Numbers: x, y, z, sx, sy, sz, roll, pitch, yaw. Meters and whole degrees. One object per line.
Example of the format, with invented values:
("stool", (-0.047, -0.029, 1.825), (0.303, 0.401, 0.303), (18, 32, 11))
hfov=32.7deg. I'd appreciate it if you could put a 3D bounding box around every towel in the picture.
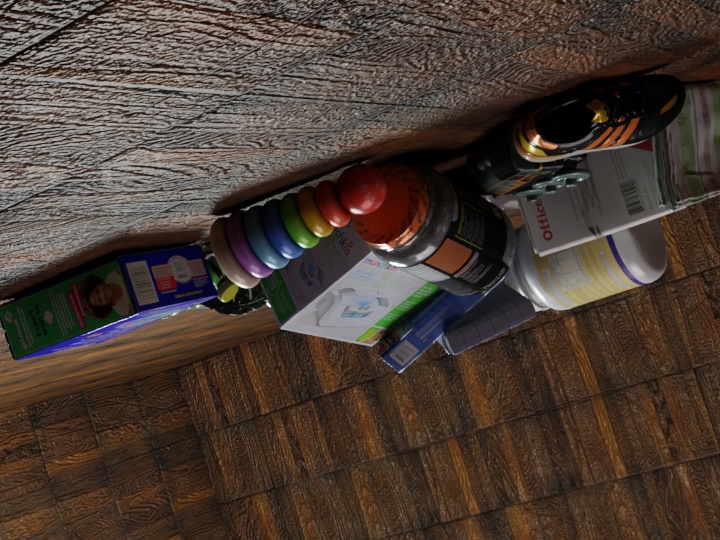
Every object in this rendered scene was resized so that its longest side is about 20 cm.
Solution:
("towel", (0.420, -0.159, 1.535), (0.031, 0.150, 0.200), (-3, -172, 40))

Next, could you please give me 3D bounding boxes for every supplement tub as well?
("supplement tub", (0.314, -0.028, 1.738), (0.199, 0.146, 0.145), (-21, 175, 33))
("supplement tub", (0.086, -0.049, 1.444), (0.122, 0.123, 0.200), (-21, 153, 31))

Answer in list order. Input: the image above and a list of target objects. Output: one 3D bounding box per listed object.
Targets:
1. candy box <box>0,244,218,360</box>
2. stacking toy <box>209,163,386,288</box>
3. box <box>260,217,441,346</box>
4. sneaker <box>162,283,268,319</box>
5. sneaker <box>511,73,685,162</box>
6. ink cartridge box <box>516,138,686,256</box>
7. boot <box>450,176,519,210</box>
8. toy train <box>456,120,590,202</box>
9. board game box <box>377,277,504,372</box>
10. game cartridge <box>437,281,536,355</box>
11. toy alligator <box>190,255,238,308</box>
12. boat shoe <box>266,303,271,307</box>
("candy box", (-0.303, 0.038, 1.482), (0.199, 0.077, 0.169), (-22, 176, 26))
("stacking toy", (-0.063, -0.058, 1.339), (0.199, 0.086, 0.085), (-27, 173, 19))
("box", (0.000, 0.000, 1.582), (0.176, 0.097, 0.200), (-39, 150, 24))
("sneaker", (-0.209, 0.020, 1.667), (0.199, 0.074, 0.079), (-4, -168, 13))
("sneaker", (0.266, -0.167, 1.325), (0.199, 0.070, 0.090), (-16, 178, -4))
("ink cartridge box", (0.302, -0.117, 1.594), (0.199, 0.147, 0.083), (-18, 178, 10))
("boot", (0.175, -0.115, 1.704), (0.090, 0.073, 0.200), (-5, -179, 31))
("toy train", (0.192, -0.131, 1.456), (0.113, 0.086, 0.200), (-3, 174, -18))
("board game box", (0.100, 0.015, 1.703), (0.200, 0.043, 0.199), (-44, -158, 17))
("game cartridge", (0.160, 0.063, 1.707), (0.129, 0.038, 0.200), (-29, -169, -2))
("toy alligator", (-0.152, -0.019, 1.590), (0.200, 0.059, 0.054), (-36, 151, -32))
("boat shoe", (-0.051, -0.021, 1.669), (0.200, 0.062, 0.075), (-36, 149, 17))
